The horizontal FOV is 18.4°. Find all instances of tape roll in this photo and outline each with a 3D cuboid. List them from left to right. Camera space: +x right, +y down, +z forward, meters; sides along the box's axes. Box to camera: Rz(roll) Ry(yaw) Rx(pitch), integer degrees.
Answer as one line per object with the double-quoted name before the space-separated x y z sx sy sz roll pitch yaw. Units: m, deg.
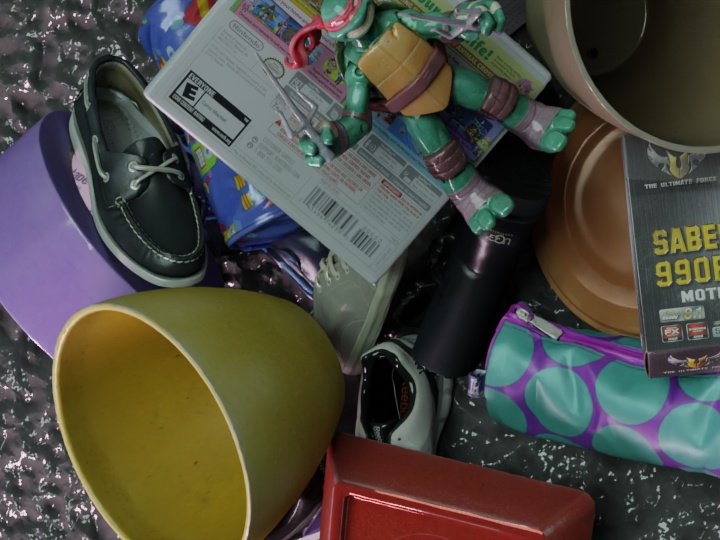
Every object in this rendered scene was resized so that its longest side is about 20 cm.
"tape roll" -0.195 -0.014 1.639 0.085 0.200 0.201 -39 68 17

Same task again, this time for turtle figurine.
"turtle figurine" 0.034 -0.119 1.380 0.150 0.200 0.101 -42 30 19

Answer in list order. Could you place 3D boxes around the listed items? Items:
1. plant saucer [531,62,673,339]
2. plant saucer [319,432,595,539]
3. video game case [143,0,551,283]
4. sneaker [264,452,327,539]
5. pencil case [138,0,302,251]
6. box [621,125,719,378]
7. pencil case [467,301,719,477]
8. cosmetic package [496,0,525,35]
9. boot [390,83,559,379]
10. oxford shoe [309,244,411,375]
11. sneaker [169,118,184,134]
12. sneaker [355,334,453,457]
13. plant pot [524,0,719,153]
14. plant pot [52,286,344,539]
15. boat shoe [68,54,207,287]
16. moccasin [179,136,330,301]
"plant saucer" 0.206 -0.048 1.533 0.199 0.037 0.202 -4 81 26
"plant saucer" 0.053 0.230 1.527 0.199 0.037 0.201 12 106 22
"video game case" -0.007 -0.121 1.437 0.200 0.022 0.182 39 97 -13
"sneaker" -0.095 0.190 1.621 0.200 0.087 0.076 -37 69 17
"pencil case" -0.095 -0.109 1.600 0.087 0.078 0.201 -41 67 45
"box" 0.275 -0.020 1.433 0.199 0.048 0.159 -5 66 6
"pencil case" 0.179 0.080 1.499 0.199 0.085 0.093 12 130 26
"cosmetic package" 0.062 -0.225 1.534 0.113 0.200 0.081 -40 69 11
"boot" 0.077 -0.039 1.564 0.076 0.201 0.169 16 125 -10
"oxford shoe" 0.000 0.000 1.559 0.057 0.200 0.075 21 48 -2
"sneaker" -0.078 -0.186 1.687 0.082 0.075 0.201 24 102 15
"sneaker" 0.023 0.144 1.575 0.073 0.080 0.201 -6 82 23
"plant pot" 0.185 -0.175 1.457 0.186 0.200 0.189 -2 96 -16
"plant pot" -0.095 0.090 1.524 0.199 0.142 0.201 25 128 37
"boat shoe" -0.158 -0.072 1.570 0.200 0.075 0.061 56 141 35
"moccasin" -0.093 -0.041 1.659 0.200 0.080 0.068 32 101 28
